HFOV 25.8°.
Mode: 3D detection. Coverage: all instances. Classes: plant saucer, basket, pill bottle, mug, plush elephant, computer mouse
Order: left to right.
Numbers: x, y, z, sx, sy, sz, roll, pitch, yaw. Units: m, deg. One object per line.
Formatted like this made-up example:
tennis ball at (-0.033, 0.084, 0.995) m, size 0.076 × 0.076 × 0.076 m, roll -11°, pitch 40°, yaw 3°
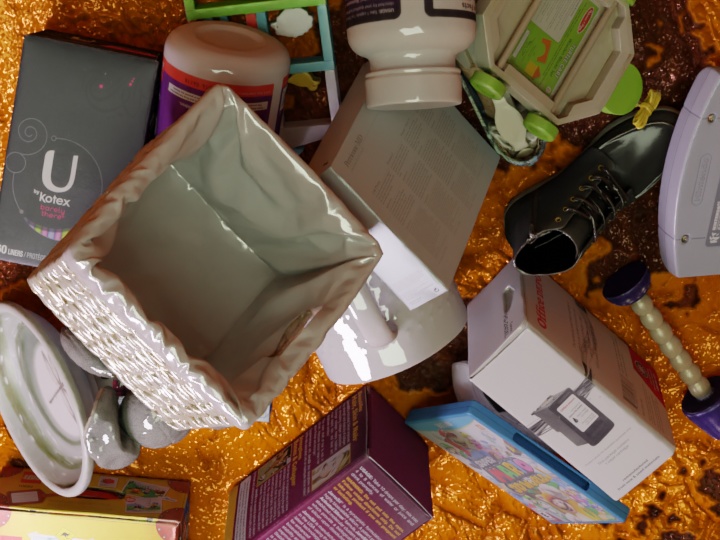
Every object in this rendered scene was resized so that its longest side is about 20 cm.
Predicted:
plant saucer at (-0.299, 0.119, 1.526) m, size 0.050 × 0.199 × 0.202 m, roll -22°, pitch 121°, yaw -33°
plush elephant at (-0.185, 0.088, 1.416) m, size 0.163 × 0.200 × 0.157 m, roll -11°, pitch 98°, yaw -1°
basket at (-0.130, -0.003, 1.257) m, size 0.200 × 0.199 × 0.160 m, roll 46°, pitch 152°, yaw -15°
pill bottle at (-0.130, -0.112, 1.400) m, size 0.111 × 0.113 × 0.202 m, roll 10°, pitch 116°, yaw -3°
mug at (0.000, 0.000, 1.426) m, size 0.146 × 0.200 × 0.177 m, roll -23°, pitch 106°, yaw 7°
pill bottle at (0.041, -0.239, 1.322) m, size 0.110 × 0.111 × 0.202 m, roll -2°, pitch 91°, yaw 3°
computer mouse at (0.161, 0.164, 1.563) m, size 0.199 × 0.110 × 0.044 m, roll 38°, pitch 72°, yaw -9°

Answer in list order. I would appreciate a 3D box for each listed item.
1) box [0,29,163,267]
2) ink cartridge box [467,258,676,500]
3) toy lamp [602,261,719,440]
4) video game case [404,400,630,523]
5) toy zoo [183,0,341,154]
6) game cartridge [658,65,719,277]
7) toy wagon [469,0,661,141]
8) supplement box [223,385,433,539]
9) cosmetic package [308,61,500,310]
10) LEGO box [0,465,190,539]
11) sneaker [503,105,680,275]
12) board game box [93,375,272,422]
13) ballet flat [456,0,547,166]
box at (-0.250, -0.105, 1.409) m, size 0.121 × 0.106 × 0.202 m, roll 10°, pitch 100°, yaw -4°
ink cartridge box at (0.196, 0.098, 1.496) m, size 0.200 × 0.146 × 0.083 m, roll 39°, pitch 113°, yaw -16°
toy lamp at (0.309, 0.084, 1.536) m, size 0.058 × 0.058 × 0.200 m, roll -34°, pitch 109°, yaw 16°
video game case at (0.153, 0.193, 1.557) m, size 0.199 × 0.143 × 0.018 m, roll 35°, pitch 70°, yaw -15°
toy zoo at (-0.087, -0.187, 1.437) m, size 0.130 × 0.021 × 0.202 m, roll -5°, pitch 115°, yaw 4°
game cartridge at (0.341, -0.092, 1.439) m, size 0.132 × 0.040 × 0.202 m, roll -5°, pitch 118°, yaw -25°
toy wagon at (0.185, -0.193, 1.385) m, size 0.199 × 0.039 × 0.156 m, roll 34°, pitch 84°, yaw -30°
supplement box at (-0.034, 0.234, 1.576) m, size 0.200 × 0.131 × 0.103 m, roll -38°, pitch 110°, yaw 18°
cosmetic package at (0.038, -0.086, 1.382) m, size 0.051 × 0.201 × 0.151 m, roll -27°, pitch 114°, yaw 37°
LEGO box at (-0.282, 0.294, 1.638) m, size 0.198 × 0.077 × 0.150 m, roll 5°, pitch 115°, yaw -1°
sneaker at (0.222, -0.065, 1.439) m, size 0.199 × 0.106 × 0.075 m, roll -37°, pitch 109°, yaw 17°
board game box at (-0.178, 0.044, 1.536) m, size 0.198 × 0.043 × 0.201 m, roll 6°, pitch 116°, yaw -1°
ballet flat at (0.118, -0.181, 1.409) m, size 0.074 × 0.074 × 0.201 m, roll -26°, pitch 112°, yaw 13°
